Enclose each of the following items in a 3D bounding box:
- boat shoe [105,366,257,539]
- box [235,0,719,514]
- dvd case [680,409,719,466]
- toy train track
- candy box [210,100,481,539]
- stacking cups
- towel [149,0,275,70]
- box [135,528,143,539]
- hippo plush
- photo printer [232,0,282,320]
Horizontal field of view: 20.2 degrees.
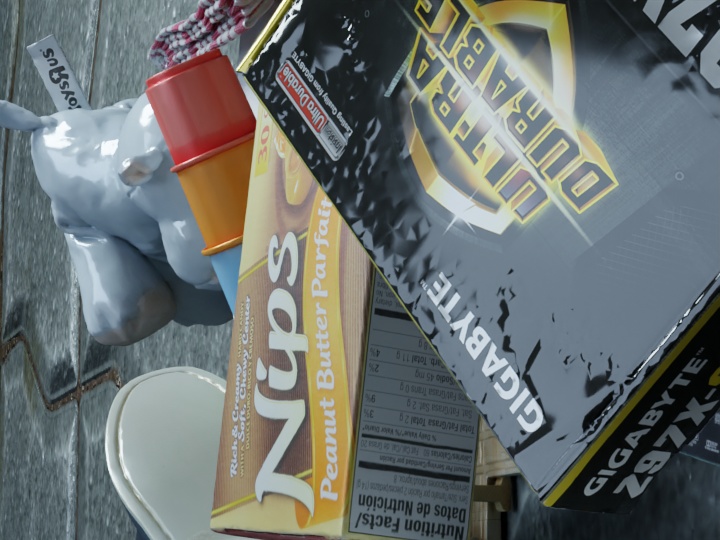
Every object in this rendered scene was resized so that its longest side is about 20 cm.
[{"bbox_3d":[-0.056,0.115,0.866,0.200,0.074,0.062,49,156,48],"label":"boat shoe"},{"bbox_3d":[0.061,-0.055,0.599,0.160,0.049,0.200,-52,51,22],"label":"box"},{"bbox_3d":[0.137,-0.035,0.616,0.146,0.022,0.202,-168,81,-71],"label":"dvd case"},{"bbox_3d":[0.042,0.036,0.876,0.115,0.032,0.202,153,119,-69],"label":"toy train track"},{"bbox_3d":[0.000,0.000,0.738,0.115,0.055,0.202,-11,71,63],"label":"candy box"},{"bbox_3d":[-0.035,0.000,0.892,0.201,0.060,0.060,70,162,-5],"label":"stacking cups"},{"bbox_3d":[-0.040,-0.169,1.019,0.146,0.030,0.200,-47,11,-12],"label":"towel"},{"bbox_3d":[-0.052,0.178,1.025,0.148,0.106,0.202,-150,64,-70],"label":"box"},{"bbox_3d":[-0.097,-0.062,1.143,0.160,0.159,0.201,-15,109,53],"label":"hippo plush"},{"bbox_3d":[-0.016,-0.041,1.004,0.166,0.069,0.202,169,103,-71],"label":"photo printer"}]
